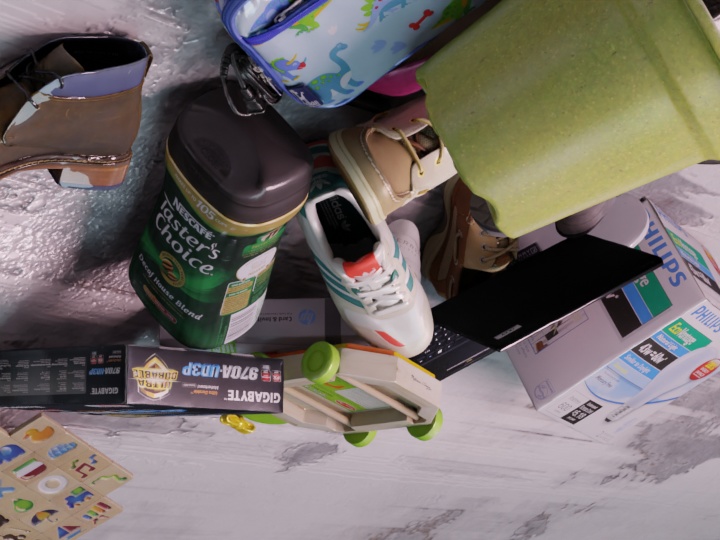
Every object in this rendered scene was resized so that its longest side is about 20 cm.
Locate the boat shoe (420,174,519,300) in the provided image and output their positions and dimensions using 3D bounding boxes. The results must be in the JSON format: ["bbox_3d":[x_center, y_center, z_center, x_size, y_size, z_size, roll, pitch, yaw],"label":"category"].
[{"bbox_3d":[0.110,-0.034,1.502,0.075,0.074,0.201,-16,151,-22],"label":"boat shoe"}]

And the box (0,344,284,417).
[{"bbox_3d":[-0.182,0.088,1.364,0.199,0.046,0.158,-5,170,43],"label":"box"}]

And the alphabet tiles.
[{"bbox_3d":[-0.292,0.185,1.451,0.166,0.006,0.200,-31,141,12],"label":"alphabet tiles"}]

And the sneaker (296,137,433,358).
[{"bbox_3d":[0.000,-0.001,1.342,0.070,0.094,0.201,-24,115,5],"label":"sneaker"}]

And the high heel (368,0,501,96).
[{"bbox_3d":[0.072,-0.186,1.206,0.096,0.068,0.200,-17,156,-41],"label":"high heel"}]

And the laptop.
[{"bbox_3d":[0.142,0.052,1.483,0.176,0.103,0.201,-25,150,-24],"label":"laptop"}]

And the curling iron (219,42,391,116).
[{"bbox_3d":[-0.038,-0.128,1.245,0.025,0.050,0.200,-7,175,31],"label":"curling iron"}]

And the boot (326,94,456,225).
[{"bbox_3d":[0.063,-0.102,1.266,0.154,0.072,0.200,-26,-175,12],"label":"boot"}]

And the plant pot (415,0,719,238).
[{"bbox_3d":[0.143,-0.122,1.137,0.183,0.201,0.200,-29,153,13],"label":"plant pot"}]

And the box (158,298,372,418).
[{"bbox_3d":[-0.065,0.075,1.491,0.198,0.041,0.156,0,151,1],"label":"box"}]

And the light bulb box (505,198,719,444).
[{"bbox_3d":[0.266,0.056,1.746,0.199,0.125,0.198,-35,152,16],"label":"light bulb box"}]

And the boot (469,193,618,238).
[{"bbox_3d":[0.170,-0.066,1.437,0.200,0.070,0.132,-40,150,-22],"label":"boot"}]

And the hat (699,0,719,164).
[{"bbox_3d":[0.294,-0.176,1.421,0.199,0.081,0.201,-21,146,-15],"label":"hat"}]

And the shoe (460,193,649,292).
[{"bbox_3d":[0.176,-0.005,1.626,0.199,0.072,0.091,-25,156,3],"label":"shoe"}]

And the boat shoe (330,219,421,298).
[{"bbox_3d":[0.015,0.019,1.515,0.070,0.070,0.200,23,150,-8],"label":"boat shoe"}]

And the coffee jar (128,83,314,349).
[{"bbox_3d":[-0.103,-0.038,1.268,0.085,0.104,0.201,-29,157,-35],"label":"coffee jar"}]

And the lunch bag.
[{"bbox_3d":[0.003,-0.201,1.114,0.199,0.083,0.161,-33,150,7],"label":"lunch bag"}]

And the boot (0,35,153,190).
[{"bbox_3d":[-0.222,-0.109,1.099,0.199,0.075,0.097,0,125,-43],"label":"boot"}]

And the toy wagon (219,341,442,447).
[{"bbox_3d":[-0.033,0.104,1.446,0.199,0.040,0.155,-10,151,37],"label":"toy wagon"}]
